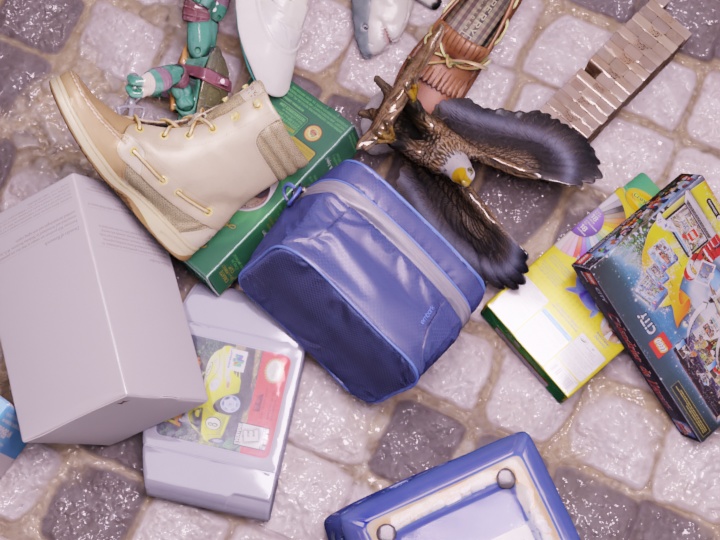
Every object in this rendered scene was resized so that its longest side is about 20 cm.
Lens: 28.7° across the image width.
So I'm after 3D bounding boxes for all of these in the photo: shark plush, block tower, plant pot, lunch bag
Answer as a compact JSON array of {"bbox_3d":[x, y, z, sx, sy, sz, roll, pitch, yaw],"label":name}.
[{"bbox_3d":[-0.005,-0.310,1.367,0.083,0.091,0.201,-32,83,22],"label":"shark plush"},{"bbox_3d":[0.233,-0.175,1.344,0.058,0.054,0.200,42,80,7],"label":"block tower"},{"bbox_3d":[0.093,0.253,1.172,0.199,0.180,0.201,-23,77,-6],"label":"plant pot"},{"bbox_3d":[0.000,0.000,1.234,0.200,0.136,0.132,45,61,-9],"label":"lunch bag"}]

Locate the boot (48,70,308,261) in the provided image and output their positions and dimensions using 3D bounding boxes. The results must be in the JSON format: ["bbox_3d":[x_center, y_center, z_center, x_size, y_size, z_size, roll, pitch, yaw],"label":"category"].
[{"bbox_3d":[-0.151,-0.122,1.192,0.155,0.073,0.200,-35,118,5],"label":"boot"}]

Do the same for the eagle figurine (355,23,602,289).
[{"bbox_3d":[0.092,-0.094,1.255,0.200,0.152,0.152,32,48,-24],"label":"eagle figurine"}]

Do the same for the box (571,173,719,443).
[{"bbox_3d":[0.297,0.034,1.261,0.136,0.038,0.200,-38,105,-10],"label":"box"}]

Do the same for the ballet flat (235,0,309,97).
[{"bbox_3d":[-0.081,-0.263,1.292,0.069,0.069,0.201,-9,81,-4],"label":"ballet flat"}]

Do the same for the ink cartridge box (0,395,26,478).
[{"bbox_3d":[-0.396,0.171,1.207,0.128,0.125,0.200,33,77,6],"label":"ink cartridge box"}]

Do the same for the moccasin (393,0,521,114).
[{"bbox_3d":[0.094,-0.210,1.335,0.074,0.078,0.202,40,81,5],"label":"moccasin"}]

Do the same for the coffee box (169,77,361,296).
[{"bbox_3d":[-0.108,-0.086,1.304,0.123,0.044,0.200,36,77,25],"label":"coffee box"}]

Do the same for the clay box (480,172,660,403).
[{"bbox_3d":[0.223,0.014,1.300,0.200,0.048,0.115,-39,82,-11],"label":"clay box"}]

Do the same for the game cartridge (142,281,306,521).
[{"bbox_3d":[-0.125,0.115,1.275,0.132,0.041,0.201,10,76,5],"label":"game cartridge"}]

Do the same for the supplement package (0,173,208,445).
[{"bbox_3d":[-0.234,0.038,1.220,0.119,0.121,0.201,-25,71,23],"label":"supplement package"}]

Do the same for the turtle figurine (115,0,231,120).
[{"bbox_3d":[-0.166,-0.181,1.292,0.100,0.150,0.201,16,87,-12],"label":"turtle figurine"}]
